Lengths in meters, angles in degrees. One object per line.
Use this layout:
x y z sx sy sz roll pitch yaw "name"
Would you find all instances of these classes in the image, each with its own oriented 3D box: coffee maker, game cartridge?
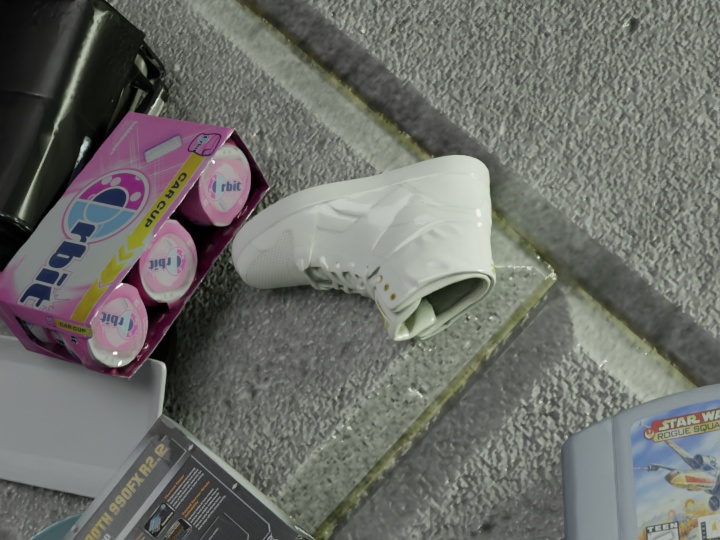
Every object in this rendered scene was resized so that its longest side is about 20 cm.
-0.262 -0.115 1.588 0.134 0.192 0.201 -6 58 49 "coffee maker"
0.218 0.137 1.278 0.199 0.042 0.134 -14 63 23 "game cartridge"

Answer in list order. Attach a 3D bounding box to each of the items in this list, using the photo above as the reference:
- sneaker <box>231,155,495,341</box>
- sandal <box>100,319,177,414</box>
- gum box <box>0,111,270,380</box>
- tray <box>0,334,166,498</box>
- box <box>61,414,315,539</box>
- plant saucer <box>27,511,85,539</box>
0.000 0.000 1.451 0.199 0.074 0.116 -18 54 19 "sneaker"
-0.171 0.013 1.560 0.075 0.045 0.201 -4 63 26 "sandal"
-0.171 -0.018 1.511 0.113 0.066 0.201 12 56 39 "gum box"
-0.218 0.108 1.532 0.199 0.022 0.108 7 91 35 "tray"
-0.137 0.220 1.381 0.158 0.048 0.200 34 84 38 "box"
-0.187 0.267 1.439 0.200 0.039 0.202 -13 60 23 "plant saucer"
